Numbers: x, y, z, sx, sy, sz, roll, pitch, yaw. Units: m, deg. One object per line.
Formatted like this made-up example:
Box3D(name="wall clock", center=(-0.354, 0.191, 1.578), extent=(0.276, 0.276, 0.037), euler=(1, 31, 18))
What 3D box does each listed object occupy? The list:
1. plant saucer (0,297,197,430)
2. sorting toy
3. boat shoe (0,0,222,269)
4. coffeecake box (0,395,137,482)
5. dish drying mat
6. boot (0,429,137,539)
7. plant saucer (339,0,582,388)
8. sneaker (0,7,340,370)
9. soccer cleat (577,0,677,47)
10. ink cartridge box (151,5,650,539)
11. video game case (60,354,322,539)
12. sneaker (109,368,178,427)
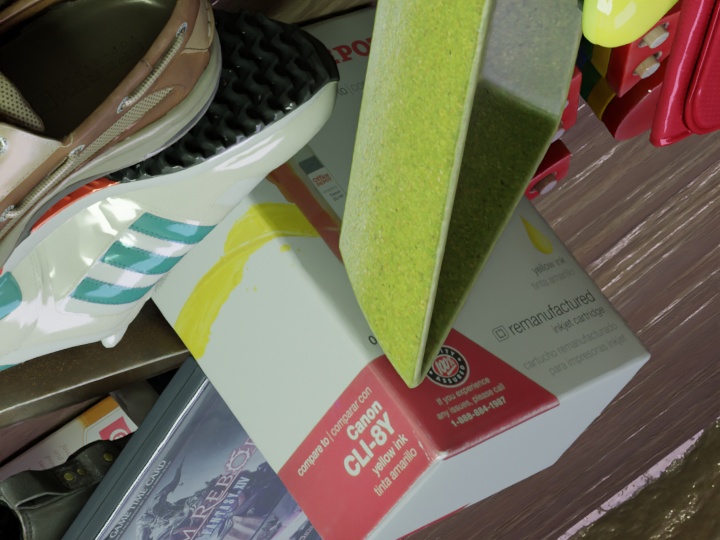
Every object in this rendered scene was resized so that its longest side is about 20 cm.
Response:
Box3D(name="plant saucer", center=(-0.147, 0.048, 1.059), extent=(0.199, 0.032, 0.200), euler=(-19, 178, -1))
Box3D(name="sorting toy", center=(0.100, -0.100, 1.189), extent=(0.198, 0.070, 0.200), euler=(-34, 165, -8))
Box3D(name="boat shoe", center=(-0.132, -0.046, 0.833), extent=(0.200, 0.076, 0.072), euler=(-41, 165, -20))
Box3D(name="coffeecake box", center=(-0.164, 0.186, 1.307), extent=(0.199, 0.154, 0.073), euler=(-33, 166, -10))
Box3D(name="dish drying mat", center=(0.159, -0.134, 0.938), extent=(0.076, 0.018, 0.201), euler=(-26, 143, -32))
Box3D(name="boot", center=(-0.105, 0.123, 1.144), extent=(0.174, 0.069, 0.201), euler=(-32, 147, -28))
Box3D(name="plant saucer", center=(0.045, -0.091, 0.935), extent=(0.200, 0.048, 0.201), euler=(-59, 163, -49))
Box3D(name="sneaker", center=(-0.093, -0.023, 0.942), extent=(0.199, 0.071, 0.094), euler=(-31, 148, -2))
Box3D(name="soccer cleat", center=(0.152, -0.160, 0.977), extent=(0.201, 0.083, 0.065), euler=(-55, 165, -29))
Box3D(name="ink cartridge box", center=(0.000, 0.000, 1.015), extent=(0.145, 0.200, 0.084), euler=(-21, 157, -45))
Box3D(name="video game case", center=(-0.053, 0.107, 1.107), extent=(0.143, 0.019, 0.199), euler=(-55, 151, 14))
Box3D(name="sneaker", center=(-0.079, 0.052, 1.267), extent=(0.084, 0.075, 0.200), euler=(-41, 172, 1))
